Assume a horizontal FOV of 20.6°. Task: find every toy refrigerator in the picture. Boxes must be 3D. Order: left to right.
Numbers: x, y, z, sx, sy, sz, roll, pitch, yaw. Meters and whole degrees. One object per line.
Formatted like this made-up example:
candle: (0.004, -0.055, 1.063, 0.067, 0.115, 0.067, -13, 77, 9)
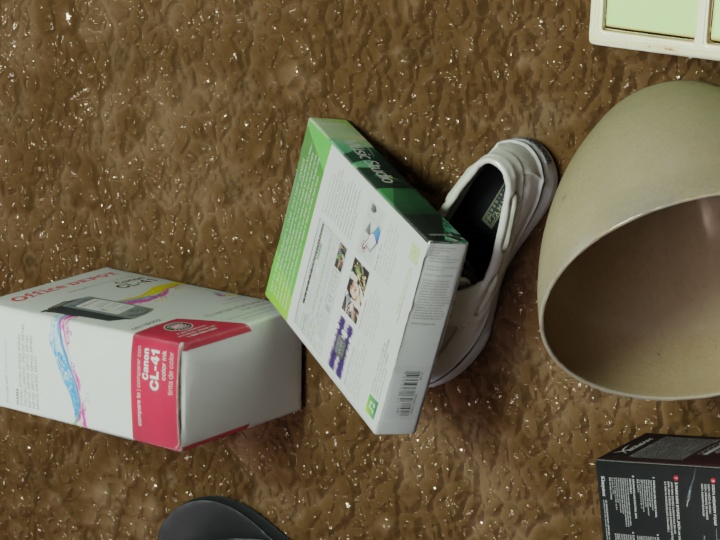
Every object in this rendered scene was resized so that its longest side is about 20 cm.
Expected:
toy refrigerator: (0.237, -0.163, 1.176, 0.199, 0.070, 0.076, 13, 109, 34)

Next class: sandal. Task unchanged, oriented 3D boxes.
sandal: (-0.080, 0.231, 1.520, 0.199, 0.043, 0.076, 21, 112, 32)

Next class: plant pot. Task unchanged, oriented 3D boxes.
plant pot: (0.196, -0.033, 1.183, 0.200, 0.200, 0.135, -40, 41, 36)

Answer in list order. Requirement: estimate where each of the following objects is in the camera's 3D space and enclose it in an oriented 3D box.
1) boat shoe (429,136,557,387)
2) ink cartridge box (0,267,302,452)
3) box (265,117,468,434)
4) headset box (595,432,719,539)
boat shoe: (0.066, 0.001, 1.343, 0.072, 0.066, 0.200, 44, 122, 20)
ink cartridge box: (-0.162, 0.063, 1.477, 0.199, 0.147, 0.086, 12, 107, 33)
box: (0.000, 0.000, 1.359, 0.200, 0.036, 0.145, 48, 129, 51)
headset box: (0.256, 0.185, 1.238, 0.199, 0.075, 0.149, -1, 100, 37)
